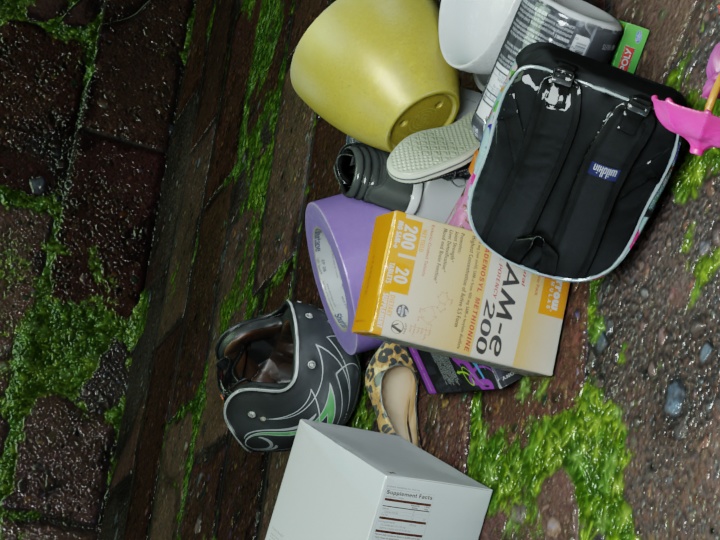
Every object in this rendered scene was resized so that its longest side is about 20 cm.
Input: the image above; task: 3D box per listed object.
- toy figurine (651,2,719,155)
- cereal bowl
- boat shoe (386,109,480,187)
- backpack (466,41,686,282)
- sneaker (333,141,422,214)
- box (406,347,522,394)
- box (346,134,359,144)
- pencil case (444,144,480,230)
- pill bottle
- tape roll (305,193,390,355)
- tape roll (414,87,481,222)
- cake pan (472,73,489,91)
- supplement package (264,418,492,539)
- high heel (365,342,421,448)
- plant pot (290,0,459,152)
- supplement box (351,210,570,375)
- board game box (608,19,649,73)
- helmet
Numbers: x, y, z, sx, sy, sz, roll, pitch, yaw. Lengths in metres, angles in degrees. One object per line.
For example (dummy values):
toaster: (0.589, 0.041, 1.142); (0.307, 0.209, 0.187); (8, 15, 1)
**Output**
toy figurine: (0.309, -0.187, 1.187); (0.185, 0.150, 0.200); (111, -175, -47)
cereal bowl: (0.168, -0.309, 1.608); (0.200, 0.083, 0.201); (-166, 90, -69)
boat shoe: (0.105, -0.131, 1.664); (0.074, 0.200, 0.063); (31, 129, 29)
backpack: (0.193, -0.098, 1.352); (0.151, 0.177, 0.201); (-62, -9, -66)
sneaker: (0.017, -0.150, 1.797); (0.201, 0.099, 0.071); (-96, 26, -49)
box: (0.096, 0.065, 1.607); (0.144, 0.036, 0.200); (65, 160, -3)
box: (0.023, -0.174, 1.991); (0.137, 0.040, 0.201); (55, -146, -56)
pencil case: (0.134, -0.056, 1.633); (0.083, 0.086, 0.201); (44, 123, 33)
pill bottle: (0.178, -0.176, 1.469); (0.106, 0.106, 0.201); (-112, 41, -61)
tape roll: (0.000, 0.000, 1.841); (0.200, 0.085, 0.201); (165, 90, -78)
tape roll: (0.091, -0.135, 1.837); (0.202, 0.070, 0.204); (-165, 90, -72)
cake pan: (0.192, -0.303, 1.722); (0.200, 0.037, 0.201); (-165, 90, -72)
supplement package: (0.009, 0.292, 1.569); (0.191, 0.146, 0.201); (24, 99, 56)
high heel: (0.059, 0.163, 1.730); (0.142, 0.071, 0.201); (11, 86, 62)
plant pot: (0.038, -0.221, 1.710); (0.142, 0.199, 0.200); (56, 136, 27)
supplement box: (0.104, 0.025, 1.469); (0.073, 0.199, 0.127); (169, 113, -74)
board game box: (0.231, -0.207, 1.548); (0.200, 0.029, 0.135); (-134, 60, -69)
helmet: (-0.091, 0.143, 1.965); (0.200, 0.190, 0.201); (-22, -90, -85)
